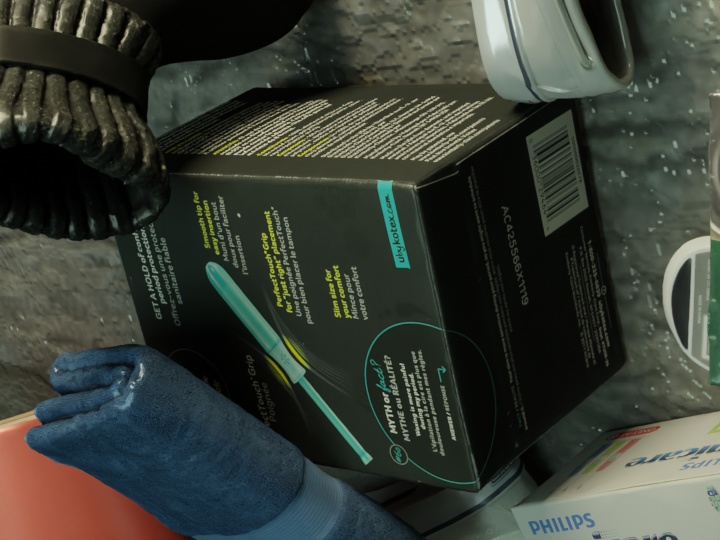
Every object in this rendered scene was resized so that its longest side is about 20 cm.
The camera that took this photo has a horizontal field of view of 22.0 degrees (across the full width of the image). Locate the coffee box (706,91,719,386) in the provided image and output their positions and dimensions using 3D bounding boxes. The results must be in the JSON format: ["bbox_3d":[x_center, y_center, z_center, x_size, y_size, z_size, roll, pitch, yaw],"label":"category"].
[{"bbox_3d":[0.229,-0.014,0.692,0.200,0.044,0.123,1,90,34],"label":"coffee box"}]

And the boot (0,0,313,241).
[{"bbox_3d":[-0.100,-0.091,0.843,0.080,0.211,0.158,107,148,-43],"label":"boot"}]

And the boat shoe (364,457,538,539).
[{"bbox_3d":[0.030,0.159,0.996,0.202,0.075,0.086,-32,98,39],"label":"boat shoe"}]

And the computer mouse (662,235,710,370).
[{"bbox_3d":[0.222,0.022,0.764,0.200,0.044,0.110,17,123,30],"label":"computer mouse"}]

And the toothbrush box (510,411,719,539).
[{"bbox_3d":[0.181,0.170,0.847,0.145,0.086,0.200,-18,100,46],"label":"toothbrush box"}]

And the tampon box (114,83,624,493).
[{"bbox_3d":[0.000,0.000,0.888,0.200,0.126,0.150,5,117,41],"label":"tampon box"}]

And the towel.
[{"bbox_3d":[-0.057,0.108,0.880,0.200,0.049,0.112,38,154,-24],"label":"towel"}]

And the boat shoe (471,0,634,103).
[{"bbox_3d":[0.077,-0.168,0.779,0.065,0.074,0.200,1,120,31],"label":"boat shoe"}]

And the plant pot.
[{"bbox_3d":[-0.195,0.177,1.126,0.200,0.200,0.178,-18,90,46],"label":"plant pot"}]
